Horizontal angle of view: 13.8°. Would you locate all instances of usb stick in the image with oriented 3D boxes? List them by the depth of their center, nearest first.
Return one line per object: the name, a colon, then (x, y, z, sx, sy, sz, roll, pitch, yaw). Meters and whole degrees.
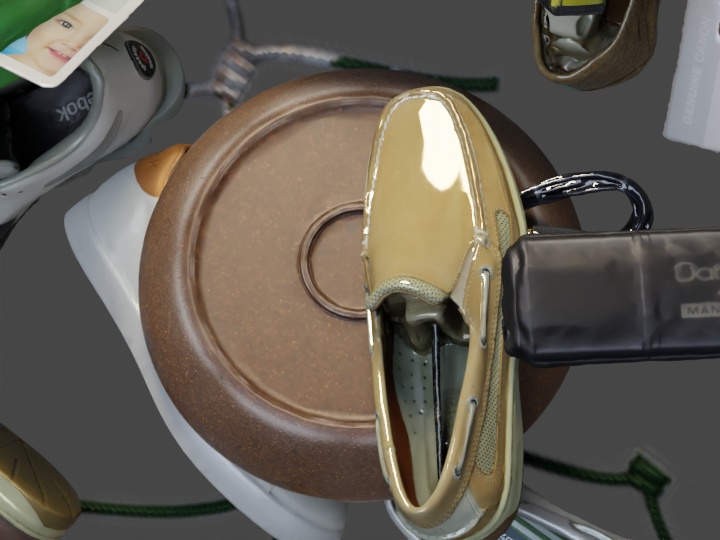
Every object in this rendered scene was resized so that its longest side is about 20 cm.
usb stick: (0.156, 0.009, 1.225, 0.199, 0.033, 0.056, -3, 79, -5)

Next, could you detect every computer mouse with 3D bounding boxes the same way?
computer mouse: (0.154, -0.007, 1.277, 0.200, 0.034, 0.059, 10, 87, 7)

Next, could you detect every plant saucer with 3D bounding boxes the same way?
plant saucer: (0.000, 0.000, 1.305, 0.200, 0.034, 0.201, -1, 73, 3)

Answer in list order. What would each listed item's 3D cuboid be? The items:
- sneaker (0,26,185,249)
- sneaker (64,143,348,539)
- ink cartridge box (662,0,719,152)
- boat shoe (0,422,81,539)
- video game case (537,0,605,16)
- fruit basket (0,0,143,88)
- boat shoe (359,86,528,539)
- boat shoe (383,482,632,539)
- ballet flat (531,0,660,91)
sneaker: (-0.181, -0.049, 1.381, 0.200, 0.088, 0.074, -37, 81, 18)
sneaker: (-0.053, 0.031, 1.344, 0.085, 0.073, 0.200, -37, 78, 19)
ink cartridge box: (0.239, -0.108, 1.240, 0.200, 0.050, 0.161, 16, 110, 22)
boat shoe: (-0.225, 0.075, 1.407, 0.201, 0.072, 0.066, 37, 97, 10)
video game case: (0.063, -0.222, 1.224, 0.025, 0.200, 0.181, -4, 115, -18)
fruit basket: (-0.156, -0.180, 1.330, 0.185, 0.094, 0.200, 28, 58, 17)
boat shoe: (0.031, 0.012, 1.235, 0.072, 0.076, 0.200, -14, 71, 20)
boat shoe: (0.092, 0.146, 1.300, 0.200, 0.067, 0.074, 28, 100, 16)
ballet flat: (0.101, -0.168, 1.259, 0.068, 0.072, 0.200, 18, 115, 22)
